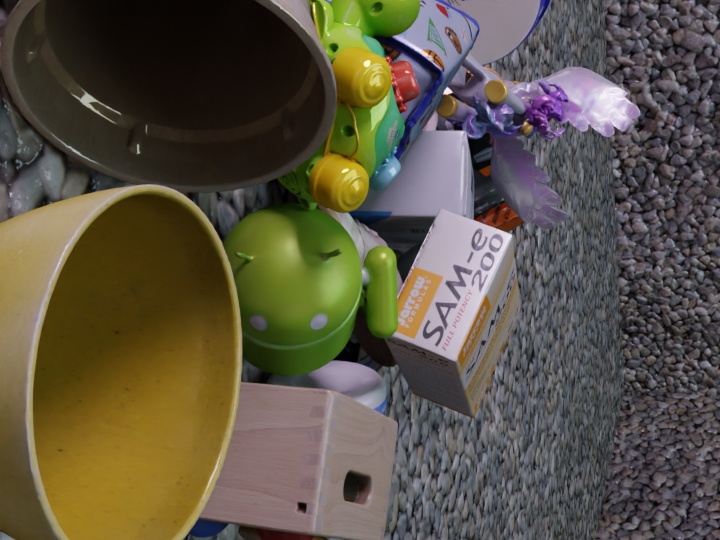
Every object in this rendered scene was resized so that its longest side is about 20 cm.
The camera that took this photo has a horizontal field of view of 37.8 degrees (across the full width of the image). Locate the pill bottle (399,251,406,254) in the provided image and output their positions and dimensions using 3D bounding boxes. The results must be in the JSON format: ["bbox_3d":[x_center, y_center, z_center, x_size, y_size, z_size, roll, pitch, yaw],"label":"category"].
[{"bbox_3d":[0.103,-0.076,1.308,0.113,0.112,0.201,30,63,-66],"label":"pill bottle"}]

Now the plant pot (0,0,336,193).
[{"bbox_3d":[-0.111,-0.183,0.678,0.201,0.199,0.184,61,26,-53],"label":"plant pot"}]

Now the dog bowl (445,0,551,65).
[{"bbox_3d":[0.123,-0.341,1.215,0.079,0.199,0.201,-56,143,-49],"label":"dog bowl"}]

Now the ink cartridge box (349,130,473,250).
[{"bbox_3d":[0.037,-0.074,1.043,0.200,0.146,0.086,37,55,-80],"label":"ink cartridge box"}]

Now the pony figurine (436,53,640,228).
[{"bbox_3d":[0.154,-0.160,1.061,0.167,0.193,0.200,-52,150,19],"label":"pony figurine"}]

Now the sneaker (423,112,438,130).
[{"bbox_3d":[0.026,-0.203,1.095,0.105,0.075,0.201,50,22,-59],"label":"sneaker"}]

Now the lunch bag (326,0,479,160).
[{"bbox_3d":[-0.014,-0.204,0.898,0.124,0.199,0.170,-60,177,29],"label":"lunch bag"}]

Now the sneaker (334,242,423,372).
[{"bbox_3d":[0.015,0.052,1.045,0.200,0.072,0.072,-48,162,0],"label":"sneaker"}]

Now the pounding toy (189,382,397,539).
[{"bbox_3d":[-0.054,0.176,0.831,0.200,0.183,0.143,40,55,-64],"label":"pounding toy"}]

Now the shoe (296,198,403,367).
[{"bbox_3d":[0.000,0.000,0.965,0.053,0.070,0.201,-42,126,-23],"label":"shoe"}]

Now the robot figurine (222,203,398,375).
[{"bbox_3d":[-0.058,0.017,0.855,0.200,0.174,0.116,101,-16,-71],"label":"robot figurine"}]

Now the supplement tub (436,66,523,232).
[{"bbox_3d":[0.114,-0.133,1.199,0.201,0.122,0.122,64,20,8],"label":"supplement tub"}]

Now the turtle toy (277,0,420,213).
[{"bbox_3d":[-0.013,-0.138,0.769,0.101,0.146,0.201,-5,117,-43],"label":"turtle toy"}]

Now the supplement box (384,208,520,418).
[{"bbox_3d":[0.091,0.047,0.976,0.126,0.073,0.200,-64,161,-15],"label":"supplement box"}]

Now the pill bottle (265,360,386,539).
[{"bbox_3d":[-0.031,0.196,0.984,0.114,0.113,0.201,-36,129,-64],"label":"pill bottle"}]

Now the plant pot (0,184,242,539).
[{"bbox_3d":[-0.172,0.054,0.572,0.200,0.141,0.201,2,90,-69],"label":"plant pot"}]
